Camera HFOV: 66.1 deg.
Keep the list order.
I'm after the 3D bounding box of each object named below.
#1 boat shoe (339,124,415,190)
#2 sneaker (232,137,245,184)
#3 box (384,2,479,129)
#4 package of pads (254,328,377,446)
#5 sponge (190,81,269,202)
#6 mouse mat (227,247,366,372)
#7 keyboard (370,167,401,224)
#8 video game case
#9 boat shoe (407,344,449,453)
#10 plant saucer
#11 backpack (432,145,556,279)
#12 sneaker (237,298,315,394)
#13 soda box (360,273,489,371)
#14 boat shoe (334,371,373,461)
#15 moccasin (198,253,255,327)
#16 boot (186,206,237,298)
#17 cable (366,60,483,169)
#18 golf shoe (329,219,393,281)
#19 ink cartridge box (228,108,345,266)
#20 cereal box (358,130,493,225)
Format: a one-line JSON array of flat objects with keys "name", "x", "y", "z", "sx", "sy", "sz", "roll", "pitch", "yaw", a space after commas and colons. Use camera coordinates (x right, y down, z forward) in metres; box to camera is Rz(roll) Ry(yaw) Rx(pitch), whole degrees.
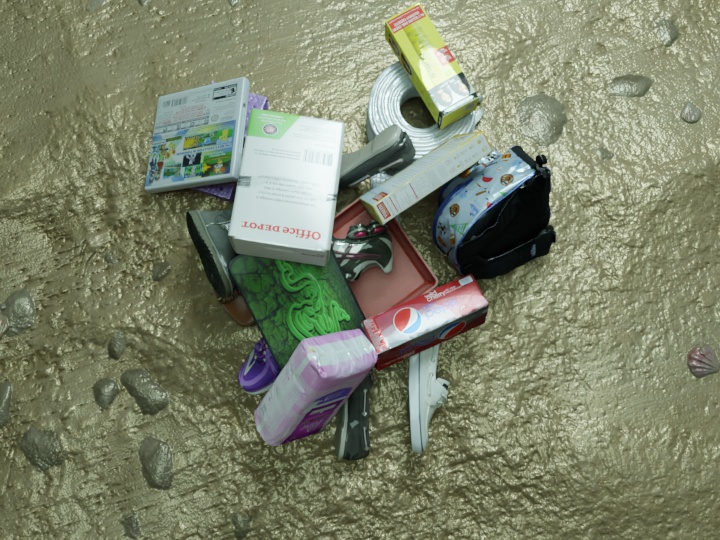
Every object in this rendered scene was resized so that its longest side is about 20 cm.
[{"name": "boat shoe", "x": 0.005, "y": -0.173, "z": 0.936, "sx": 0.057, "sy": 0.198, "sz": 0.068, "roll": 42, "pitch": 44, "yaw": -29}, {"name": "sneaker", "x": -0.137, "y": -0.196, "z": 0.940, "sx": 0.196, "sy": 0.074, "sz": 0.089, "roll": -1, "pitch": 71, "yaw": 21}, {"name": "box", "x": 0.118, "y": -0.344, "z": 0.933, "sx": 0.074, "sy": 0.050, "sz": 0.202, "roll": -27, "pitch": 78, "yaw": -3}, {"name": "package of pads", "x": -0.071, "y": 0.178, "z": 0.841, "sx": 0.076, "sy": 0.119, "sz": 0.201, "roll": 56, "pitch": 129, "yaw": 29}, {"name": "sponge", "x": -0.251, "y": -0.235, "z": 1.008, "sx": 0.110, "sy": 0.030, "sz": 0.204, "roll": 18, "pitch": 82, "yaw": 4}, {"name": "mouse mat", "x": -0.093, "y": 0.040, "z": 0.858, "sx": 0.159, "sy": 0.008, "sz": 0.203, "roll": -29, "pitch": 100, "yaw": -14}, {"name": "keyboard", "x": 0.045, "y": -0.120, "z": 0.990, "sx": 0.055, "sy": 0.011, "sz": 0.204, "roll": 3, "pitch": 81, "yaw": 2}, {"name": "video game case", "x": -0.287, "y": -0.234, "z": 0.970, "sx": 0.196, "sy": 0.022, "sz": 0.186, "roll": -3, "pitch": 75, "yaw": 24}, {"name": "boat shoe", "x": 0.113, "y": 0.195, "z": 0.911, "sx": 0.068, "sy": 0.071, "sz": 0.204, "roll": 1, "pitch": 75, "yaw": 5}, {"name": "plant saucer", "x": 0.000, "y": 0.000, "z": 0.952, "sx": 0.199, "sy": 0.037, "sz": 0.201, "roll": -36, "pitch": 82, "yaw": 3}, {"name": "backpack", "x": 0.205, "y": -0.089, "z": 0.894, "sx": 0.190, "sy": 0.201, "sz": 0.154, "roll": -40, "pitch": 50, "yaw": -8}, {"name": "sneaker", "x": -0.140, "y": 0.115, "z": 0.908, "sx": 0.201, "sy": 0.083, "sz": 0.081, "roll": -50, "pitch": 62, "yaw": 7}, {"name": "soda box", "x": 0.101, "y": 0.082, "z": 0.879, "sx": 0.197, "sy": 0.070, "sz": 0.064, "roll": -22, "pitch": 60, "yaw": -8}, {"name": "boat shoe", "x": -0.004, "y": 0.210, "z": 0.909, "sx": 0.056, "sy": 0.067, "sz": 0.204, "roll": 6, "pitch": 94, "yaw": -15}, {"name": "moccasin", "x": -0.229, "y": 0.002, "z": 0.945, "sx": 0.073, "sy": 0.078, "sz": 0.204, "roll": -23, "pitch": 81, "yaw": -2}, {"name": "boot", "x": -0.168, "y": -0.057, "z": 0.914, "sx": 0.197, "sy": 0.073, "sz": 0.184, "roll": -13, "pitch": 63, "yaw": -30}, {"name": "cable", "x": 0.107, "y": -0.276, "z": 0.980, "sx": 0.197, "sy": 0.069, "sz": 0.202, "roll": 28, "pitch": 81, "yaw": 6}, {"name": "golf shoe", "x": -0.042, "y": -0.019, "z": 0.905, "sx": 0.196, "sy": 0.077, "sz": 0.090, "roll": -14, "pitch": 88, "yaw": 5}, {"name": "ink cartridge box", "x": -0.105, "y": -0.121, "z": 0.821, "sx": 0.142, "sy": 0.084, "sz": 0.204, "roll": 8, "pitch": 74, "yaw": -4}, {"name": "cereal box", "x": 0.096, "y": -0.147, "z": 0.869, "sx": 0.198, "sy": 0.144, "sz": 0.040, "roll": -34, "pitch": 104, "yaw": 0}]
